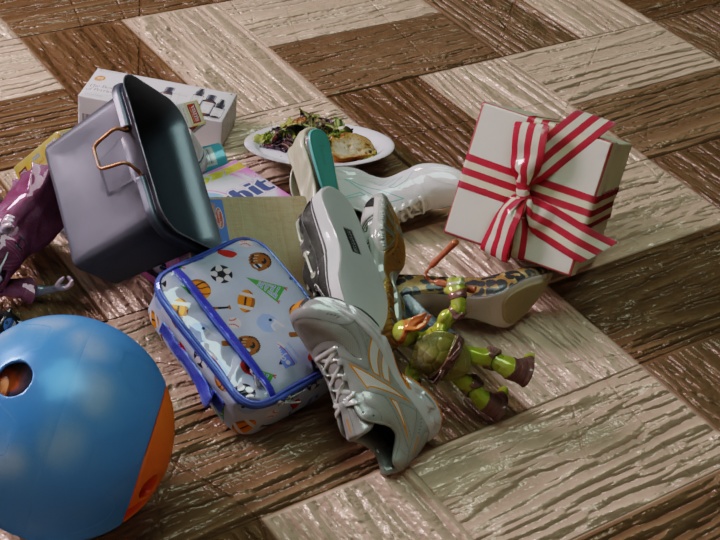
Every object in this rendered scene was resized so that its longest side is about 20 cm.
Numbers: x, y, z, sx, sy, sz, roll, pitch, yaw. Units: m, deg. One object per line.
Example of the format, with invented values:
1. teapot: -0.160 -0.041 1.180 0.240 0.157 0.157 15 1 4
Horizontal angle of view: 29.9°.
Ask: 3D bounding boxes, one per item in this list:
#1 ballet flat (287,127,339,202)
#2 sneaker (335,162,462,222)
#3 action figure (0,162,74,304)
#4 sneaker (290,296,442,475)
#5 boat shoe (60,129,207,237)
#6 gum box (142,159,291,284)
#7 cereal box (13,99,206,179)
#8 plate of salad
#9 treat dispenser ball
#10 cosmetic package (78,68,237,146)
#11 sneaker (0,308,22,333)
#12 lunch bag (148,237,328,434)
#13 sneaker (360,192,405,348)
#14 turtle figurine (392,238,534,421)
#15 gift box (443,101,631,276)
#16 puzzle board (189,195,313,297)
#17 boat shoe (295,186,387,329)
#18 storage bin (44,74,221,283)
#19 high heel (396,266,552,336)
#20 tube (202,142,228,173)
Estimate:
1. ballet flat: -0.050 -0.075 1.631 0.069 0.069 0.201 -6 70 -18
2. sneaker: 0.043 -0.084 1.681 0.199 0.071 0.081 -3 51 7
3. action figure: -0.395 -0.033 1.479 0.148 0.134 0.200 2 43 23
4. sneaker: -0.003 0.115 1.325 0.200 0.076 0.092 47 47 -11
5. boat shoe: -0.282 -0.113 1.608 0.200 0.067 0.074 -31 51 -12
6. gum box: -0.184 -0.048 1.587 0.113 0.066 0.200 34 43 30
7. cereal box: -0.306 -0.152 1.649 0.199 0.144 0.040 -19 87 -37
8. plate of salad: -0.054 -0.176 1.776 0.199 0.048 0.200 1 22 0
9. treat dispenser ball: -0.265 0.140 1.198 0.200 0.202 0.201 5 36 -4
10. cosmetic package: -0.274 -0.220 1.822 0.199 0.051 0.083 11 35 4
11. sneaker: -0.341 0.086 1.354 0.199 0.090 0.079 -1 37 -13
12. lunch bag: -0.119 0.068 1.397 0.160 0.076 0.200 -25 64 -36
13. sneaker: 0.000 0.000 1.493 0.087 0.076 0.201 -13 50 20
14. turtle figurine: 0.098 0.081 1.385 0.161 0.201 0.064 26 12 -14
15. gift box: 0.226 -0.102 1.593 0.199 0.185 0.187 15 10 20
16. puzzle board: -0.114 0.005 1.502 0.150 0.017 0.201 -2 60 -22
17. boat shoe: -0.024 0.003 1.429 0.071 0.064 0.201 25 36 -36
18. storage bin: -0.259 -0.089 1.460 0.134 0.145 0.201 -28 66 17
19. high heel: 0.115 0.013 1.554 0.200 0.072 0.142 -28 50 -32
20. tube: -0.264 -0.112 1.682 0.199 0.051 0.077 -15 33 -16
